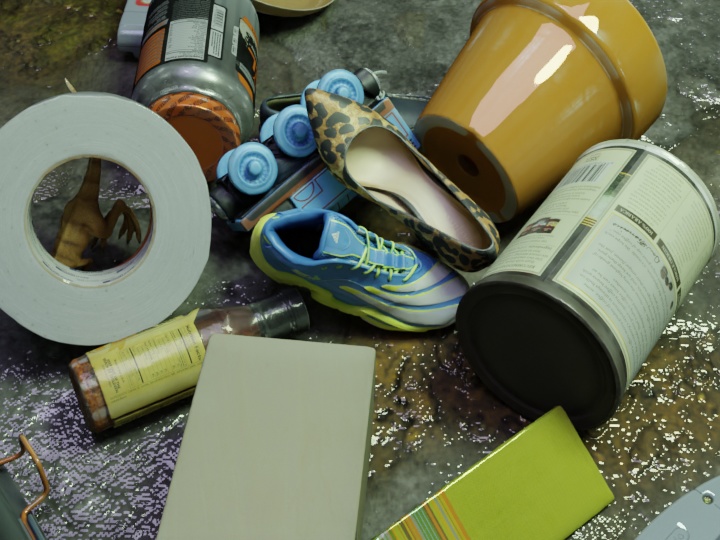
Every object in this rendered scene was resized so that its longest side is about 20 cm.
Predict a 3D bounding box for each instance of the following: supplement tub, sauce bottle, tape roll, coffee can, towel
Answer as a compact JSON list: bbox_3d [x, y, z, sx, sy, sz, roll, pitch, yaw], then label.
[{"bbox_3d":[-0.163,-0.190,1.081,0.120,0.124,0.202,0,48,-1],"label":"supplement tub"},{"bbox_3d":[-0.137,0.068,0.892,0.197,0.067,0.066,-21,51,-22],"label":"sauce bottle"},{"bbox_3d":[-0.222,-0.044,0.897,0.196,0.204,0.066,-11,13,-12],"label":"tape roll"},{"bbox_3d":[0.190,0.008,0.893,0.145,0.148,0.200,28,53,22],"label":"coffee can"},{"bbox_3d":[0.097,0.185,0.799,0.198,0.018,0.087,-30,89,-26],"label":"towel"}]

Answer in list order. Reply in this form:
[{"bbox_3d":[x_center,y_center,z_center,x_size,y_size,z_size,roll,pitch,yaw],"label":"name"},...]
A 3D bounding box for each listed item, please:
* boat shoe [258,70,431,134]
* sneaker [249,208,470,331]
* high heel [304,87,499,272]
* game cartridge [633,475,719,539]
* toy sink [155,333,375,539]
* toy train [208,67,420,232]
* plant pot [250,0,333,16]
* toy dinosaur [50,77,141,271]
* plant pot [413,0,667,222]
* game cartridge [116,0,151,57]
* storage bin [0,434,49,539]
[{"bbox_3d":[-0.005,-0.156,1.095,0.196,0.063,0.076,-3,46,-5],"label":"boat shoe"},{"bbox_3d":[0.000,0.000,0.907,0.196,0.105,0.077,14,82,0],"label":"sneaker"},{"bbox_3d":[0.037,-0.081,0.916,0.072,0.200,0.142,-47,20,-7],"label":"high heel"},{"bbox_3d":[0.248,0.235,0.766,0.199,0.042,0.133,-35,53,-28],"label":"game cartridge"},{"bbox_3d":[-0.060,0.159,0.777,0.128,0.113,0.202,4,43,2],"label":"toy sink"},{"bbox_3d":[-0.044,-0.097,1.001,0.199,0.087,0.115,-42,102,-13],"label":"toy train"},{"bbox_3d":[-0.119,-0.354,1.255,0.197,0.028,0.202,17,42,-16],"label":"plant pot"},{"bbox_3d":[-0.239,-0.051,0.951,0.060,0.106,0.203,21,93,21],"label":"toy dinosaur"},{"bbox_3d":[0.152,-0.152,1.016,0.199,0.202,0.183,35,67,27],"label":"plant pot"},{"bbox_3d":[-0.195,-0.313,1.249,0.130,0.041,0.202,5,46,-2],"label":"game cartridge"},{"bbox_3d":[-0.299,0.151,0.763,0.144,0.136,0.200,-28,55,-24],"label":"storage bin"}]
